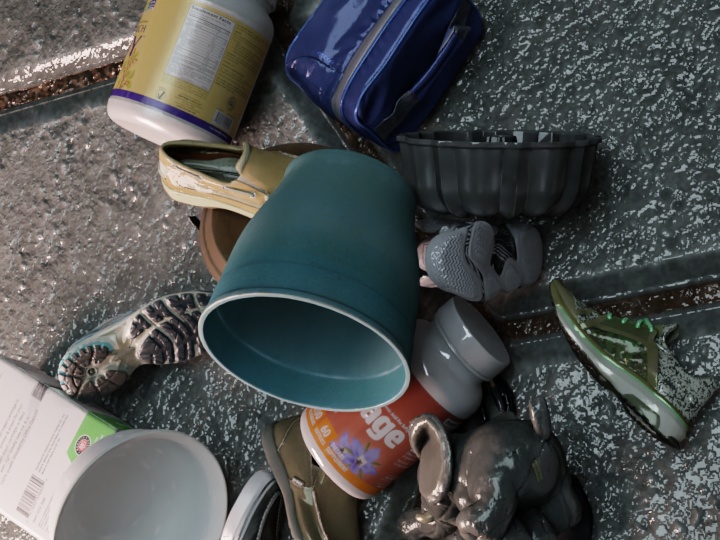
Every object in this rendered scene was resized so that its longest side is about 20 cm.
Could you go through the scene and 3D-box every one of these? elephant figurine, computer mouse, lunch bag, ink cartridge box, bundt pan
[{"bbox_3d":[0.100,0.189,1.448,0.156,0.142,0.199,-50,34,-12],"label":"elephant figurine"},{"bbox_3d":[0.161,0.182,1.493,0.058,0.034,0.201,-38,63,14],"label":"computer mouse"},{"bbox_3d":[0.037,-0.233,1.607,0.132,0.136,0.201,36,92,29],"label":"lunch bag"},{"bbox_3d":[-0.347,0.201,1.711,0.199,0.084,0.147,27,90,29],"label":"ink cartridge box"},{"bbox_3d":[0.134,-0.093,1.499,0.200,0.201,0.077,4,99,27],"label":"bundt pan"}]

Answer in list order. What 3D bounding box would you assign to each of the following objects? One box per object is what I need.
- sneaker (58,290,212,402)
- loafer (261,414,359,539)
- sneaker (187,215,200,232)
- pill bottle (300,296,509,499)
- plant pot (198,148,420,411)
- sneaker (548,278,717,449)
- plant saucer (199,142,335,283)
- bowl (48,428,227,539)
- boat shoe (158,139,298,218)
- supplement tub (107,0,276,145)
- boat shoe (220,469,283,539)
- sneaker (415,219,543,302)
[{"bbox_3d":[-0.239,0.065,1.699,0.198,0.078,0.086,-23,23,1],"label":"sneaker"},{"bbox_3d":[-0.036,0.226,1.555,0.069,0.075,0.201,-36,63,18],"label":"loafer"},{"bbox_3d":[-0.098,0.015,1.625,0.060,0.104,0.201,-40,63,11],"label":"sneaker"},{"bbox_3d":[0.045,0.121,1.514,0.200,0.112,0.113,-42,62,16],"label":"pill bottle"},{"bbox_3d":[-0.029,-0.001,1.444,0.198,0.201,0.190,-1,56,26],"label":"plant pot"},{"bbox_3d":[0.257,0.073,1.463,0.088,0.077,0.200,-40,67,-3],"label":"sneaker"},{"bbox_3d":[-0.069,-0.051,1.586,0.197,0.030,0.202,-2,60,4],"label":"plant saucer"},{"bbox_3d":[-0.243,0.246,1.606,0.090,0.200,0.203,26,88,52],"label":"bowl"},{"bbox_3d":[-0.108,-0.095,1.553,0.197,0.076,0.072,4,59,6],"label":"boat shoe"},{"bbox_3d":[-0.181,-0.236,1.711,0.144,0.145,0.202,18,85,29],"label":"supplement tub"},{"bbox_3d":[-0.106,0.306,1.580,0.070,0.072,0.202,17,96,23],"label":"boat shoe"},{"bbox_3d":[0.088,-0.011,1.494,0.114,0.199,0.076,1,94,32],"label":"sneaker"}]
